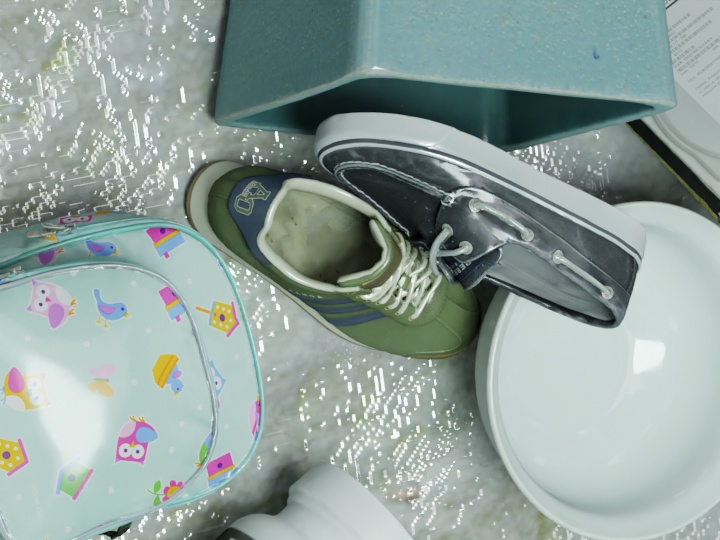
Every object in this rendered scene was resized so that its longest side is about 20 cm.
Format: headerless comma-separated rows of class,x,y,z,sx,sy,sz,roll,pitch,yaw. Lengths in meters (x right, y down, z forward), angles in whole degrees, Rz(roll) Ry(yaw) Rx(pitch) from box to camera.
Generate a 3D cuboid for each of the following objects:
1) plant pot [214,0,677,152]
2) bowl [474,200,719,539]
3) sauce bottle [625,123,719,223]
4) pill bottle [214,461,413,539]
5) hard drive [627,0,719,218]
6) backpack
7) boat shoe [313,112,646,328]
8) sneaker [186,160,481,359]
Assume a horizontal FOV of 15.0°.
plant pot,0.045,-0.182,1.511,0.195,0.196,0.202,4,82,-26
bowl,0.143,0.056,1.630,0.200,0.090,0.203,-2,95,-26
sauce bottle,0.228,-0.054,1.618,0.065,0.065,0.200,-31,68,-20
pill bottle,-0.060,0.210,1.529,0.200,0.116,0.116,-44,111,-17
hard drive,0.212,-0.127,1.586,0.139,0.200,0.038,-38,148,-5
backpack,-0.150,0.058,1.454,0.199,0.153,0.177,-21,98,-30
boat shoe,0.062,-0.024,1.508,0.199,0.072,0.068,24,63,-16
sneaker,0.000,0.000,1.553,0.199,0.090,0.067,29,81,-26
